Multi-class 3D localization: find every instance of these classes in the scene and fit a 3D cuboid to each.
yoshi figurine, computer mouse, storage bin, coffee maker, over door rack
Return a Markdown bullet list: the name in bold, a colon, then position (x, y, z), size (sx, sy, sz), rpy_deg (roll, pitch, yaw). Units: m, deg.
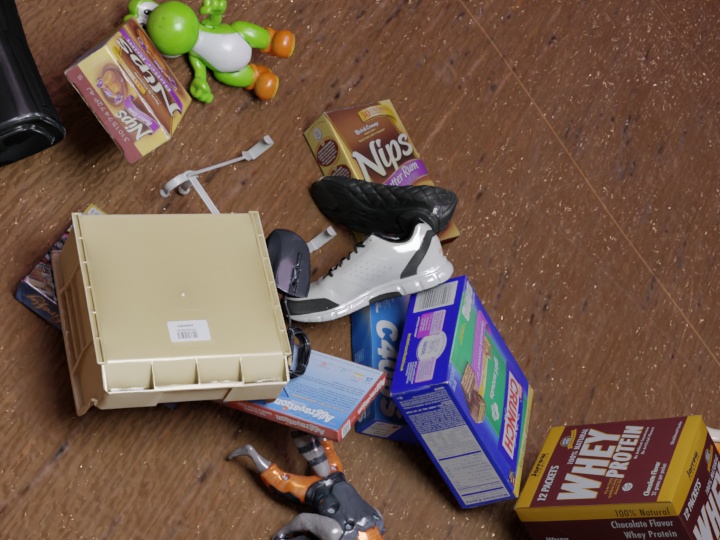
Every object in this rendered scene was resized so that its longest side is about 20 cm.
- **yoshi figurine**: position (-0.178, -0.265, 1.784), size (0.200, 0.112, 0.113), rpy_deg (15, 60, -27)
- **computer mouse**: position (-0.073, 0.030, 1.626), size (0.059, 0.034, 0.200), rpy_deg (26, 41, -35)
- **storage bin**: position (-0.187, 0.044, 1.518), size (0.200, 0.094, 0.199), rpy_deg (-1, 61, -26)
- **coffee maker**: position (-0.379, -0.218, 1.547), size (0.135, 0.192, 0.200), rpy_deg (-5, 70, -62)
- **over door rack**: position (-0.132, -0.058, 1.731), size (0.148, 0.067, 0.200), rpy_deg (55, 33, 2)

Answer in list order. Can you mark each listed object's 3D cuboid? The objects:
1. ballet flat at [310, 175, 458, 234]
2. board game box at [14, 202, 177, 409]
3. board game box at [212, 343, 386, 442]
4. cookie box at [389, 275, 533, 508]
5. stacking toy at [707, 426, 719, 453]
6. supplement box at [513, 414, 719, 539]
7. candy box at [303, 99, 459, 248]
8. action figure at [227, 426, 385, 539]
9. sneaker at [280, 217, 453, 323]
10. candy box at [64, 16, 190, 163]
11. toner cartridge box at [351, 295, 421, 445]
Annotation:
- **ballet flat**: position (0.025, -0.078, 1.786), size (0.057, 0.200, 0.067), rpy_deg (-43, 133, -37)
- **board game box**: position (-0.240, 0.035, 1.589), size (0.200, 0.035, 0.136), rpy_deg (37, 47, -3)
- **board game box**: position (-0.085, 0.115, 1.599), size (0.200, 0.019, 0.103), rpy_deg (16, 40, 25)
- **cookie box**: position (0.118, 0.138, 1.719), size (0.200, 0.075, 0.171), rpy_deg (58, 31, -35)
- **stacking toy**: position (0.403, 0.297, 1.887), size (0.146, 0.146, 0.200), rpy_deg (13, 72, -31)
- **supplement box**: position (0.315, 0.286, 1.717), size (0.200, 0.197, 0.133), rpy_deg (59, 41, -26)
- **candy box**: position (0.026, -0.107, 1.876), size (0.117, 0.056, 0.200), rpy_deg (-17, 74, -41)
- **action figure**: position (-0.052, 0.247, 1.579), size (0.200, 0.105, 0.194), rpy_deg (-22, 69, -46)
- **sneaker**: position (0.000, 0.000, 1.721), size (0.074, 0.200, 0.080), rpy_deg (-112, -178, -73)
- **candy box**: position (-0.245, -0.197, 1.639), size (0.117, 0.056, 0.200), rpy_deg (56, 12, -15)
- **toner cartridge box**: position (0.040, 0.097, 1.773), size (0.095, 0.043, 0.200), rpy_deg (15, 57, -31)
